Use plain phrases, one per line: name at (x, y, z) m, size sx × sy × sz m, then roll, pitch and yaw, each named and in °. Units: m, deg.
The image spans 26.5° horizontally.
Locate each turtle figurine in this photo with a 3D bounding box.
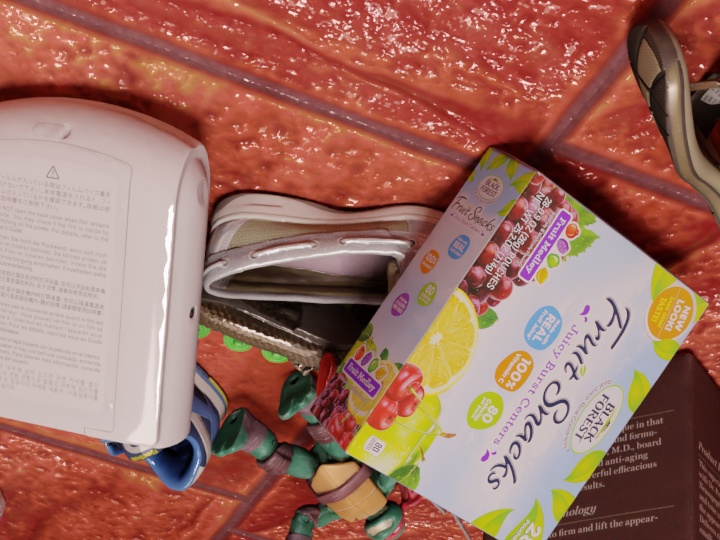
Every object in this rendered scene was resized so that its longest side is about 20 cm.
turtle figurine at (-0.013, 0.170, 1.188) m, size 0.150 × 0.101 × 0.200 m, roll -42°, pitch 114°, yaw 5°

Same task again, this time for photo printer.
photo printer at (-0.176, -0.004, 0.936) m, size 0.165 × 0.069 × 0.201 m, roll 9°, pitch 105°, yaw 14°

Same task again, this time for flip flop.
flip flop at (0.202, -0.074, 0.850) m, size 0.057 × 0.081 × 0.200 m, roll -28°, pitch 135°, yaw 16°

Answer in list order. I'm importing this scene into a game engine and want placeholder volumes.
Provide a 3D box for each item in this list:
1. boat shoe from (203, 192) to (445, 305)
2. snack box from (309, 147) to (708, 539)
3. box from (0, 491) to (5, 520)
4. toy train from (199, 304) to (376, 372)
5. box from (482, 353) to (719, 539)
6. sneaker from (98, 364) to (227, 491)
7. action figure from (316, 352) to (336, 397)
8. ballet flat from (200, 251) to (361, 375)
boat shoe at (-0.001, -0.001, 0.987) m, size 0.201 × 0.065 × 0.075 m, roll 9°, pitch 144°, yaw -1°
snack box at (0.094, 0.054, 0.948) m, size 0.168 × 0.068 × 0.200 m, roll 34°, pitch 93°, yaw -31°
box at (-0.373, 0.188, 1.281) m, size 0.094 × 0.103 × 0.200 m, roll 4°, pitch 143°, yaw 5°
toy train at (-0.061, 0.033, 1.068) m, size 0.199 × 0.042 × 0.057 m, roll 17°, pitch 133°, yaw -12°
box at (0.197, 0.198, 1.106) m, size 0.164 × 0.201 × 0.166 m, roll -17°, pitch 137°, yaw 30°
sneaker at (-0.166, 0.088, 1.125) m, size 0.074 × 0.083 × 0.200 m, roll -13°, pitch 138°, yaw 29°
action figure at (0.076, 0.047, 1.019) m, size 0.199 × 0.065 × 0.099 m, roll -4°, pitch 127°, yaw -35°
ballet flat at (-0.096, 0.021, 1.013) m, size 0.199 × 0.068 × 0.046 m, roll 21°, pitch 126°, yaw -10°
